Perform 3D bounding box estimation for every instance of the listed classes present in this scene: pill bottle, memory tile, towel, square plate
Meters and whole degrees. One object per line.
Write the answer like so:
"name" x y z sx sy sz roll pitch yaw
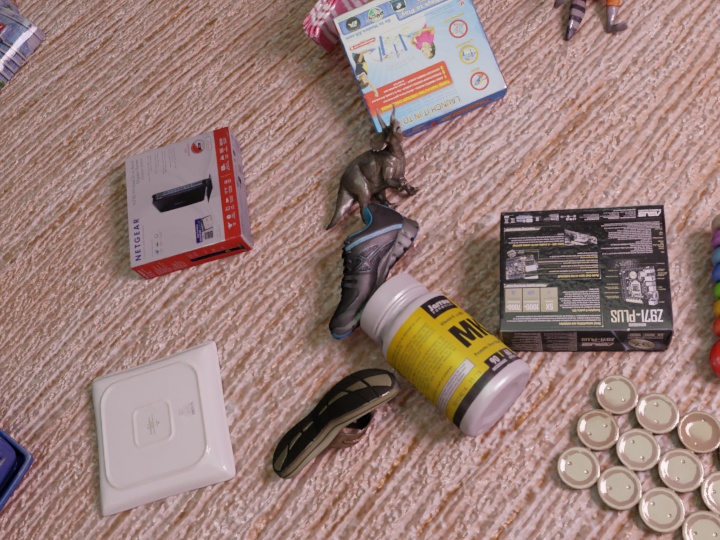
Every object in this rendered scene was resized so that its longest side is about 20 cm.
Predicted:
"pill bottle" 0.100 0.099 0.948 0.114 0.114 0.200 -46 64 -7
"memory tile" 0.345 0.220 0.884 0.200 0.017 0.154 25 76 24
"towel" -0.006 -0.425 1.166 0.030 0.146 0.200 41 101 3
"square plate" -0.280 0.212 1.053 0.198 0.028 0.201 -18 64 8

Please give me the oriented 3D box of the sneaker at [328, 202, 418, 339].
"sneaker" 0.000 0.000 1.032 0.082 0.073 0.200 32 67 -6

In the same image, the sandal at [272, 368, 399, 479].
"sandal" -0.028 0.197 0.976 0.201 0.057 0.080 -42 24 13

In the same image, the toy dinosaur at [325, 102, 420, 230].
"toy dinosaur" 0.019 -0.133 1.094 0.200 0.077 0.102 -43 71 33

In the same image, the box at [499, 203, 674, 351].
"box" 0.276 0.012 0.953 0.199 0.086 0.164 -2 67 15

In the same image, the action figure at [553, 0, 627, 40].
"action figure" 0.312 -0.454 1.139 0.199 0.105 0.194 11 63 -7

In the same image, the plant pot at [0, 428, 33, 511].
"plant pot" -0.579 0.271 1.026 0.200 0.180 0.200 26 75 24

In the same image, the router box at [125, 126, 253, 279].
"router box" -0.265 -0.104 1.173 0.179 0.049 0.201 -16 64 8

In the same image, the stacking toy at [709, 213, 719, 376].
"stacking toy" 0.449 0.032 0.905 0.085 0.085 0.201 10 75 19

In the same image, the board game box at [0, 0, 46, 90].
"board game box" -0.702 -0.454 1.439 0.200 0.062 0.200 27 77 24

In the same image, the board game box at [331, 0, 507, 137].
"board game box" 0.087 -0.312 1.124 0.199 0.056 0.196 -21 86 6
